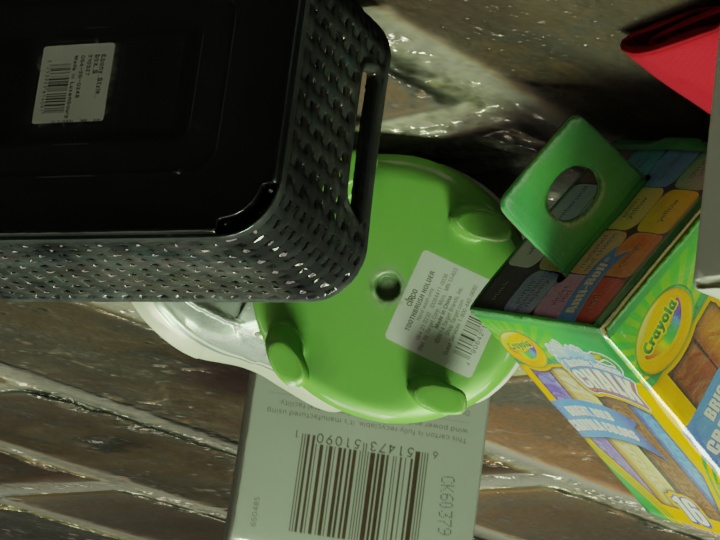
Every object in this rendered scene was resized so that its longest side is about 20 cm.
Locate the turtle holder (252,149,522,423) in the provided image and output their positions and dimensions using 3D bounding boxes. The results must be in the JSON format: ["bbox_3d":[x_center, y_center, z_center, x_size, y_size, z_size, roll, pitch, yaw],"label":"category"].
[{"bbox_3d":[0.004,0.011,1.167,0.184,0.142,0.132,-5,179,10],"label":"turtle holder"}]

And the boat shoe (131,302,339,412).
[{"bbox_3d":[-0.057,0.025,1.382,0.200,0.070,0.071,27,130,-34],"label":"boat shoe"}]

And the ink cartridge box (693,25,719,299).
[{"bbox_3d":[0.234,-0.039,0.883,0.199,0.146,0.087,20,161,-38],"label":"ink cartridge box"}]

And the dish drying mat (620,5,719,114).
[{"bbox_3d":[0.212,-0.063,0.983,0.199,0.018,0.077,27,156,-27],"label":"dish drying mat"}]

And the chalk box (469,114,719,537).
[{"bbox_3d":[0.149,0.017,1.046,0.200,0.125,0.124,48,164,-22],"label":"chalk box"}]

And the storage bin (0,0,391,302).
[{"bbox_3d":[-0.099,-0.064,0.956,0.199,0.136,0.094,0,163,23],"label":"storage bin"}]

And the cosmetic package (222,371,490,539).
[{"bbox_3d":[-0.006,0.138,1.544,0.164,0.166,0.200,9,163,-4],"label":"cosmetic package"}]
